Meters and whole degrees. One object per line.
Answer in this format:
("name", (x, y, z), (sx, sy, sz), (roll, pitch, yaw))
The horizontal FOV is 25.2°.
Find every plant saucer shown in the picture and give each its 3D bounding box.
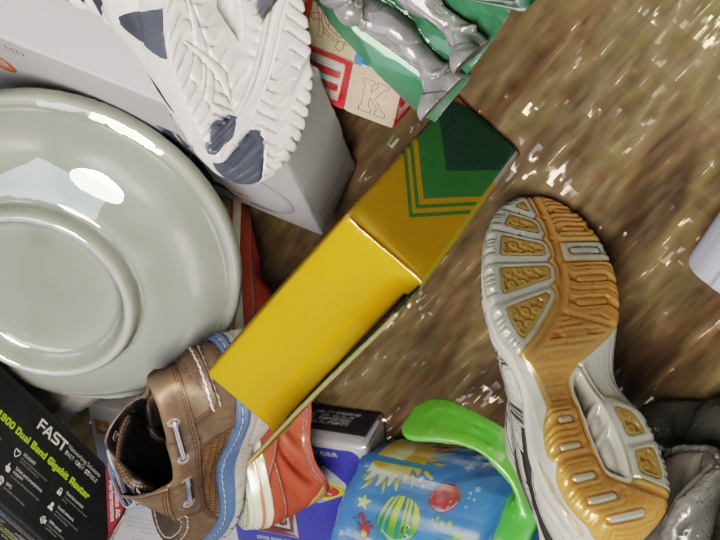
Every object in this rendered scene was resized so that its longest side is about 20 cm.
("plant saucer", (-0.164, 0.001, 0.854), (0.200, 0.050, 0.200), (6, 126, 8))

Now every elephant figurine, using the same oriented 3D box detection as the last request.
("elephant figurine", (0.184, 0.157, 0.823), (0.141, 0.200, 0.155), (11, 122, 20))

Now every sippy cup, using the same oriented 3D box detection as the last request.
("sippy cup", (0.060, 0.159, 0.937), (0.130, 0.140, 0.178), (14, 98, 30))

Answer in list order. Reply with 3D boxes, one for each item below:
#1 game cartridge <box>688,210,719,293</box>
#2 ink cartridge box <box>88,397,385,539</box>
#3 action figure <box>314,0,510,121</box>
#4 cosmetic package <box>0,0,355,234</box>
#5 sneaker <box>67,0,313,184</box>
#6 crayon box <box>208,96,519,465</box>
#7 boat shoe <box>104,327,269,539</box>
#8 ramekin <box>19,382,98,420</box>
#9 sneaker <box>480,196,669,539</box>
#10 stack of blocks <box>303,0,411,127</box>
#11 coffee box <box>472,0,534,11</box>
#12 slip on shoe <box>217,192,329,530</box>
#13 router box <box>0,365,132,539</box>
("game cartridge", (0.279, -0.001, 0.790), (0.200, 0.041, 0.133), (31, 123, 6))
("ink cartridge box", (-0.072, 0.172, 1.055), (0.198, 0.047, 0.200), (6, 122, 20))
("action figure", (-0.026, -0.158, 0.753), (0.200, 0.055, 0.118), (42, 146, 5))
("cosmetic package", (-0.109, -0.095, 0.855), (0.200, 0.052, 0.151), (22, 167, 13))
("sneaker", (-0.103, -0.134, 0.753), (0.130, 0.079, 0.199), (5, 129, 57))
("crayon box", (0.000, 0.000, 0.813), (0.051, 0.200, 0.127), (42, 122, -2))
("boat shoe", (-0.105, 0.098, 0.900), (0.200, 0.072, 0.072), (110, 142, -51))
("ramekin", (-0.209, 0.000, 0.979), (0.200, 0.105, 0.200), (11, 122, 19))
("sneaker", (0.095, 0.059, 0.839), (0.076, 0.200, 0.088), (0, 150, -15))
("stack of blocks", (-0.051, -0.167, 0.833), (0.200, 0.059, 0.115), (22, 125, 13))
("coffee box", (0.084, -0.198, 0.663), (0.044, 0.200, 0.123), (13, 124, 20))
("slip on shoe", (-0.061, 0.050, 0.950), (0.074, 0.061, 0.200), (170, 89, -68))
("router box", (-0.245, 0.091, 0.921), (0.150, 0.062, 0.200), (5, 145, 37))
